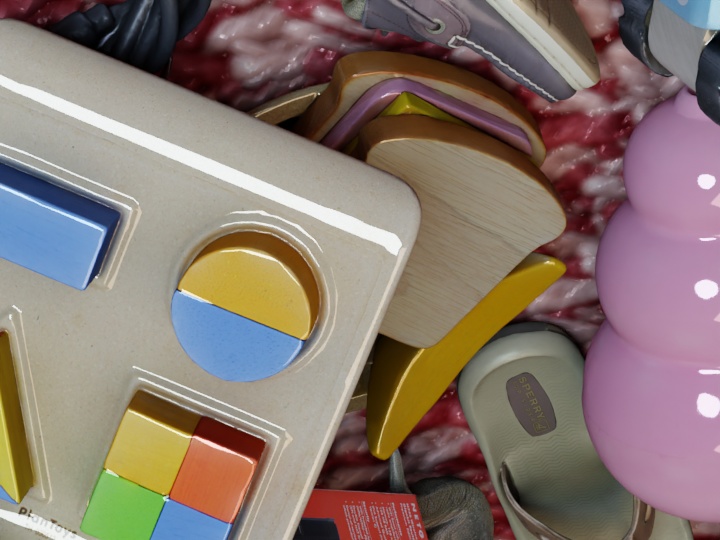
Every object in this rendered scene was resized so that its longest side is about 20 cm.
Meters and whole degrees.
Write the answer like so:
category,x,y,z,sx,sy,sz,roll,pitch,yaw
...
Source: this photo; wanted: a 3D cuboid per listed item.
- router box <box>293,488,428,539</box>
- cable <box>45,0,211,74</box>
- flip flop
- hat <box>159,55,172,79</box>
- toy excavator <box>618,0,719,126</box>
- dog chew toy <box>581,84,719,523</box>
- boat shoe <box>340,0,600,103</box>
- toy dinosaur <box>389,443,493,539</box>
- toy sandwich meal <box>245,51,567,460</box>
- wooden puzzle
category,x,y,z,sx,sy,sz,roll,pitch,yaw
router box,-0.092,0.147,1.226,0.200,0.049,0.179,-23,164,25
cable,-0.145,-0.108,1.081,0.199,0.051,0.163,5,127,-20
flip flop,0.106,0.103,1.350,0.081,0.058,0.200,-27,132,2
hat,-0.163,0.020,1.208,0.199,0.177,0.166,-2,157,12
toy excavator,0.154,-0.160,1.144,0.194,0.100,0.201,-3,115,-21
dog chew toy,0.158,0.011,1.258,0.124,0.125,0.201,-12,118,-12
boat shoe,0.016,-0.126,1.125,0.065,0.072,0.200,-39,127,20
toy dinosaur,0.027,0.138,1.353,0.102,0.077,0.200,-22,128,-19
toy sandwich meal,0.000,0.000,1.217,0.205,0.070,0.206,-11,130,-13
wooden puzzle,-0.096,0.029,1.066,0.185,0.046,0.200,22,100,1
